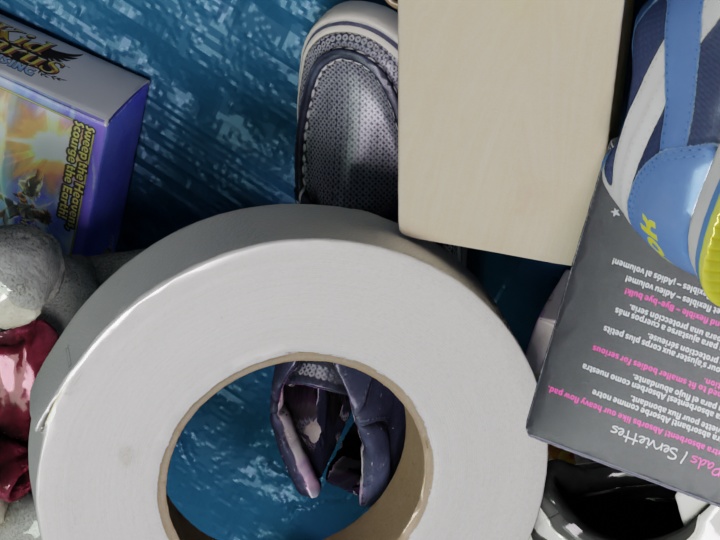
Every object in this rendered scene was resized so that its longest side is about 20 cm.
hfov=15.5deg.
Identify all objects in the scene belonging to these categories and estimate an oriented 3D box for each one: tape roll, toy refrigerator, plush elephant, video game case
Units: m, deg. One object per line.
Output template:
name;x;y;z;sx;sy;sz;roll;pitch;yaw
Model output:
tape roll;-0.028;0.072;1.010;0.201;0.037;0.204;-5;116;-10
toy refrigerator;0.055;-0.086;0.910;0.075;0.070;0.200;10;149;7
plush elephant;-0.143;0.073;1.080;0.199;0.164;0.156;-11;81;36
video game case;-0.196;-0.031;1.175;0.181;0.045;0.201;25;128;12

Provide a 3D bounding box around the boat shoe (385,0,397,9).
boat shoe;0.076;-0.155;0.931;0.072;0.072;0.200;41;130;-1

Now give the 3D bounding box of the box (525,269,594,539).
box;0.073;0.092;1.109;0.039;0.041;0.201;24;129;12

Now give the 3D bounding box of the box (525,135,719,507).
box;0.178;0.032;0.939;0.199;0.132;0.115;21;103;16

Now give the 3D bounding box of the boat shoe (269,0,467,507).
boat shoe;0.000;0.000;1.057;0.074;0.093;0.201;4;121;26

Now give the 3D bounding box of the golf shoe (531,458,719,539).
golf shoe;0.162;0.106;1.025;0.199;0.073;0.092;-4;142;21

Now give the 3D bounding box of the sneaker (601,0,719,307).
sneaker;0.130;-0.092;0.836;0.082;0.074;0.201;34;106;51
